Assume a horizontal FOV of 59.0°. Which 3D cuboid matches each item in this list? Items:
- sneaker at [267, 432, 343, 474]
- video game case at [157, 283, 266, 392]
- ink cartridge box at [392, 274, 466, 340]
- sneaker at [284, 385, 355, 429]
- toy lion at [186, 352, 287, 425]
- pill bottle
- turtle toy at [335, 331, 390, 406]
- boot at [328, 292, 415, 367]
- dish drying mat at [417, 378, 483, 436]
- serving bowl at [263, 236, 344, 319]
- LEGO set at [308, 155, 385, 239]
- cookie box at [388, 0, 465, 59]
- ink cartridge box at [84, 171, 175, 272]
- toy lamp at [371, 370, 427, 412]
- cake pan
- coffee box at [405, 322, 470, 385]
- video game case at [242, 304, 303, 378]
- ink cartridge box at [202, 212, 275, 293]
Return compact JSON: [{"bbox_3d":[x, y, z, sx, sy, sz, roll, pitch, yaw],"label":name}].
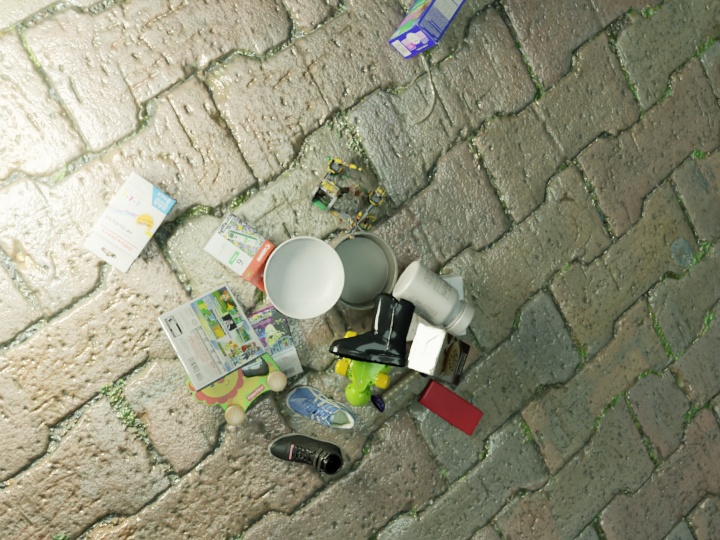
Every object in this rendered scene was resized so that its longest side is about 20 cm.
[{"bbox_3d":[-0.129,0.460,1.596,0.197,0.099,0.072,13,91,-19],"label":"sneaker"},{"bbox_3d":[-0.346,0.152,1.485,0.181,0.022,0.201,-28,73,-22],"label":"video game case"},{"bbox_3d":[0.185,0.101,1.728,0.197,0.057,0.165,-5,95,-5],"label":"ink cartridge box"},{"bbox_3d":[-0.096,0.349,1.614,0.198,0.077,0.077,22,87,-18],"label":"sneaker"},{"bbox_3d":[-0.302,0.250,1.507,0.199,0.069,0.193,-37,96,-15],"label":"toy lion"},{"bbox_3d":[0.191,0.077,1.646,0.199,0.114,0.115,36,81,-10],"label":"pill bottle"},{"bbox_3d":[0.012,0.250,1.633,0.144,0.101,0.203,17,86,6],"label":"turtle toy"},{"bbox_3d":[0.030,0.139,1.560,0.197,0.076,0.171,9,75,-4],"label":"boot"},{"bbox_3d":[0.253,0.382,1.776,0.199,0.018,0.077,35,82,-19],"label":"dish drying mat"},{"bbox_3d":[-0.140,0.014,1.563,0.197,0.066,0.203,-2,99,-13],"label":"serving bowl"},{"bbox_3d":[-0.032,-0.188,1.568,0.200,0.116,0.154,45,80,-4],"label":"LEGO set"},{"bbox_3d":[0.180,-0.654,1.612,0.075,0.171,0.201,37,80,-21],"label":"cookie box"},{"bbox_3d":[-0.521,-0.106,1.436,0.115,0.068,0.201,35,81,-18],"label":"ink cartridge box"},{"bbox_3d":[0.118,0.297,1.700,0.199,0.058,0.059,-38,105,-15],"label":"toy lamp"},{"bbox_3d":[0.000,0.000,1.651,0.197,0.037,0.204,-1,94,-20],"label":"cake pan"},{"bbox_3d":[0.200,0.215,1.614,0.200,0.079,0.115,31,76,-59],"label":"coffee box"},{"bbox_3d":[-0.260,0.201,1.566,0.198,0.036,0.184,-21,100,-18],"label":"video game case"},{"bbox_3d":[-0.269,-0.037,1.542,0.199,0.050,0.110,38,80,-18],"label":"ink cartridge box"}]
